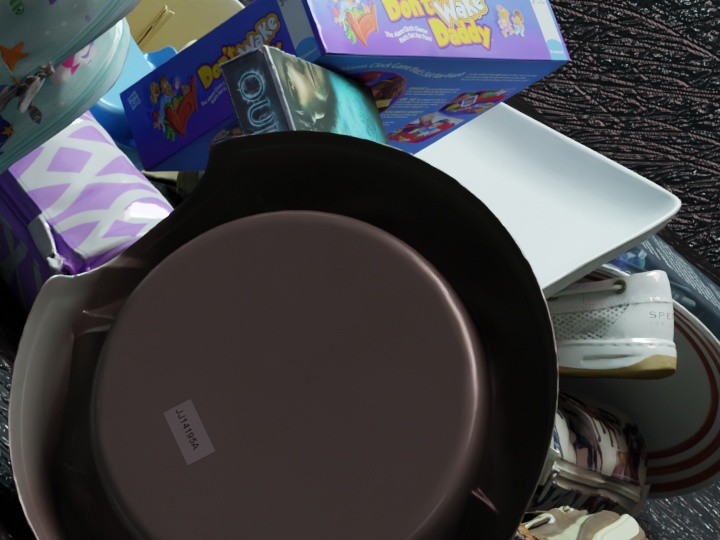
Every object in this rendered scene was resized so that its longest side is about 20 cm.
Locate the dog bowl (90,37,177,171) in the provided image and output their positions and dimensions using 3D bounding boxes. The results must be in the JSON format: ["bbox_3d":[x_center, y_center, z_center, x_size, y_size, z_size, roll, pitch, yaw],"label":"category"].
[{"bbox_3d":[-0.165,-0.128,1.547,0.111,0.050,0.200,-13,66,-55],"label":"dog bowl"}]

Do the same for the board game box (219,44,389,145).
[{"bbox_3d":[0.000,0.000,1.394,0.135,0.028,0.201,14,56,-69],"label":"board game box"}]

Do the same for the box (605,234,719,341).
[{"bbox_3d":[0.124,0.033,1.820,0.200,0.149,0.107,38,11,-21],"label":"box"}]

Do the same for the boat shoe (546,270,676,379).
[{"bbox_3d":[0.077,0.023,1.633,0.199,0.070,0.071,1,-5,20],"label":"boat shoe"}]

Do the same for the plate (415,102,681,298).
[{"bbox_3d":[0.038,-0.019,1.611,0.200,0.199,0.032,32,-37,42],"label":"plate"}]

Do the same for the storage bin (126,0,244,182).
[{"bbox_3d":[-0.152,-0.152,1.703,0.200,0.094,0.198,45,10,16],"label":"storage bin"}]

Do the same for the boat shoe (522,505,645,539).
[{"bbox_3d":[0.091,0.139,1.451,0.075,0.075,0.202,33,1,5],"label":"boat shoe"}]

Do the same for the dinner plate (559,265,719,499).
[{"bbox_3d":[0.130,0.056,1.705,0.200,0.200,0.024,40,53,-12],"label":"dinner plate"}]

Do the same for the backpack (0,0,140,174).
[{"bbox_3d":[-0.176,-0.128,1.206,0.151,0.200,0.178,46,4,-44],"label":"backpack"}]

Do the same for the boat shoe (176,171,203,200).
[{"bbox_3d":[-0.010,-0.057,1.720,0.201,0.072,0.060,-4,1,-33],"label":"boat shoe"}]

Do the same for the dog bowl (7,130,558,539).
[{"bbox_3d":[-0.024,0.052,1.078,0.200,0.200,0.059,46,-6,22],"label":"dog bowl"}]

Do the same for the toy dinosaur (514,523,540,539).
[{"bbox_3d":[0.119,0.193,1.300,0.200,0.102,0.136,34,1,-29],"label":"toy dinosaur"}]

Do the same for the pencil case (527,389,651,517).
[{"bbox_3d":[0.095,0.101,1.625,0.089,0.078,0.200,38,8,24],"label":"pencil case"}]

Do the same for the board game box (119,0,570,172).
[{"bbox_3d":[-0.005,-0.099,1.530,0.200,0.134,0.045,-3,69,-50],"label":"board game box"}]

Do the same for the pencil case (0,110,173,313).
[{"bbox_3d":[-0.148,-0.040,1.297,0.085,0.084,0.200,8,31,-49],"label":"pencil case"}]
